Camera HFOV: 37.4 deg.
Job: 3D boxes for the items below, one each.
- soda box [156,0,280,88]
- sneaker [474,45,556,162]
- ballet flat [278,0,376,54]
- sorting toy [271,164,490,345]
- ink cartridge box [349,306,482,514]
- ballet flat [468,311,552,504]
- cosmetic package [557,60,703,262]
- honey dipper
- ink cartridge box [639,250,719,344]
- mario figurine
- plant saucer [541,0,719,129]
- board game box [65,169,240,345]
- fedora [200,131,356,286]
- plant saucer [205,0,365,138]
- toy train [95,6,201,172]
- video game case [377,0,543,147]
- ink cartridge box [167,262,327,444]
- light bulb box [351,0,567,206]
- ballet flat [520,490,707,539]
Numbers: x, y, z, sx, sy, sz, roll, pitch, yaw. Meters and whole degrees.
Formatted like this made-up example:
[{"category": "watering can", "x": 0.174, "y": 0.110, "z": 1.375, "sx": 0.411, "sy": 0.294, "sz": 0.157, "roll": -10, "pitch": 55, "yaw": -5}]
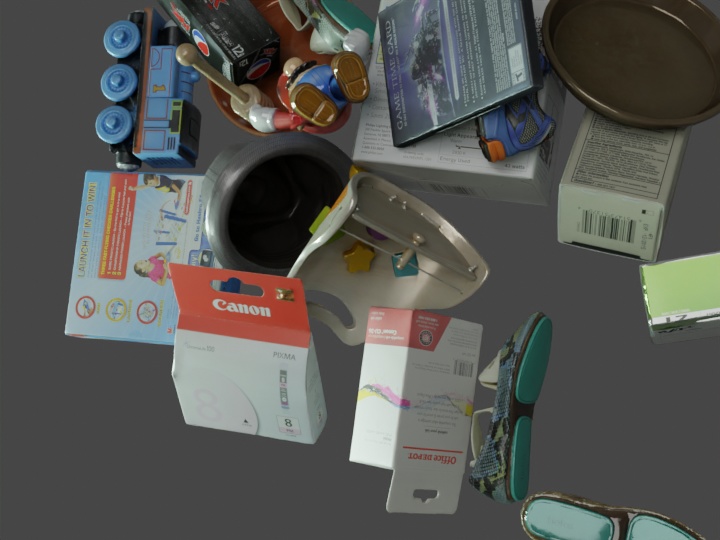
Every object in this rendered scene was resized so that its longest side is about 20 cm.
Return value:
[{"category": "soda box", "x": -0.175, "y": -0.303, "z": 1.231, "sx": 0.071, "sy": 0.063, "sz": 0.200, "roll": -33, "pitch": 72, "yaw": -19}, {"category": "sneaker", "x": 0.144, "y": -0.206, "z": 1.034, "sx": 0.078, "sy": 0.075, "sz": 0.201, "roll": -7, "pitch": 85, "yaw": 1}, {"category": "ballet flat", "x": -0.046, "y": -0.292, "z": 1.204, "sx": 0.200, "sy": 0.069, "sz": 0.071, "roll": 53, "pitch": 126, "yaw": 25}, {"category": "sorting toy", "x": 0.000, "y": 0.000, "z": 1.134, "sx": 0.180, "sy": 0.199, "sz": 0.107, "roll": -49, "pitch": 38, "yaw": 20}, {"category": "ink cartridge box", "x": 0.056, "y": 0.145, "z": 1.099, "sx": 0.067, "sy": 0.116, "sz": 0.201, "roll": 1, "pitch": 80, "yaw": 46}, {"category": "ballet flat", "x": 0.150, "y": 0.138, "z": 1.108, "sx": 0.074, "sy": 0.074, "sz": 0.201, "roll": 9, "pitch": 81, "yaw": 18}, {"category": "cosmetic package", "x": 0.267, "y": -0.117, "z": 1.049, "sx": 0.103, "sy": 0.087, "sz": 0.201, "roll": 14, "pitch": 55, "yaw": 19}, {"category": "honey dipper", "x": -0.147, "y": -0.200, "z": 1.145, "sx": 0.038, "sy": 0.200, "sz": 0.038, "roll": -3, "pitch": 82, "yaw": 17}, {"category": "ink cartridge box", "x": 0.339, "y": 0.017, "z": 0.994, "sx": 0.147, "sy": 0.200, "sz": 0.076, "roll": -10, "pitch": 79, "yaw": 15}, {"category": "mario figurine", "x": -0.055, "y": -0.198, "z": 1.123, "sx": 0.123, "sy": 0.200, "sz": 0.107, "roll": -2, "pitch": 97, "yaw": -10}, {"category": "plant saucer", "x": 0.269, "y": -0.210, "z": 1.030, "sx": 0.199, "sy": 0.030, "sz": 0.201, "roll": 4, "pitch": 57, "yaw": -7}, {"category": "board game box", "x": -0.238, "y": -0.013, "z": 1.254, "sx": 0.195, "sy": 0.056, "sz": 0.201, "roll": 4, "pitch": 83, "yaw": 18}, {"category": "fedora", "x": -0.098, "y": -0.077, "z": 1.174, "sx": 0.090, "sy": 0.199, "sz": 0.178, "roll": 36, "pitch": 108, "yaw": 44}, {"category": "plant saucer", "x": -0.087, "y": -0.251, "z": 1.257, "sx": 0.199, "sy": 0.032, "sz": 0.202, "roll": -3, "pitch": 81, "yaw": 16}, {"category": "toy train", "x": -0.247, "y": -0.216, "z": 1.277, "sx": 0.113, "sy": 0.087, "sz": 0.201, "roll": 2, "pitch": 80, "yaw": 8}, {"category": "video game case", "x": 0.089, "y": -0.212, "z": 1.008, "sx": 0.200, "sy": 0.019, "sz": 0.144, "roll": -17, "pitch": 77, "yaw": 54}, {"category": "ink cartridge box", "x": -0.128, "y": 0.093, "z": 1.145, "sx": 0.162, "sy": 0.201, "sz": 0.057, "roll": 7, "pitch": 43, "yaw": 18}, {"category": "light bulb box", "x": 0.114, "y": -0.188, "z": 1.135, "sx": 0.197, "sy": 0.125, "sz": 0.201, "roll": 9, "pitch": 83, "yaw": 19}, {"category": "ballet flat", "x": 0.259, "y": 0.262, "z": 1.053, "sx": 0.199, "sy": 0.065, "sz": 0.071, "roll": 18, "pitch": 89, "yaw": 16}]
